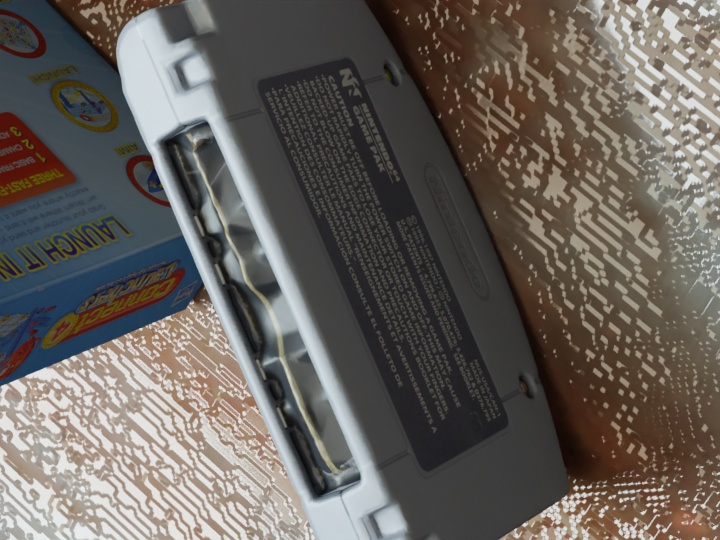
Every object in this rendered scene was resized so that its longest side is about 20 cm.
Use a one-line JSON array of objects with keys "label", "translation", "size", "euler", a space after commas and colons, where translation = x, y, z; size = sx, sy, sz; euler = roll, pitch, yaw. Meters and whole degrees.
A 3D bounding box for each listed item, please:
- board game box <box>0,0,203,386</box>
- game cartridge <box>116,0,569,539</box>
[{"label": "board game box", "translation": [-0.170, -0.048, 0.924], "size": [0.196, 0.200, 0.056], "euler": [45, 123, 15]}, {"label": "game cartridge", "translation": [0.000, 0.000, 0.868], "size": [0.041, 0.133, 0.201], "euler": [-24, 88, 35]}]
